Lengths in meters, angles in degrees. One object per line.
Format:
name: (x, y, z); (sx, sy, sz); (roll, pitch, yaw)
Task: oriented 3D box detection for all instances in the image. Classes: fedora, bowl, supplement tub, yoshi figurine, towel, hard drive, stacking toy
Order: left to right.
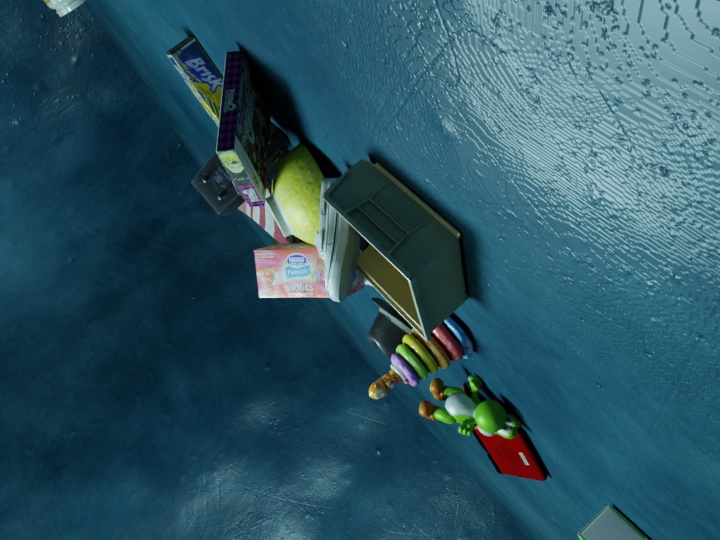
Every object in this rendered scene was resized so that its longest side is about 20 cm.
supplement tub: (-1.072, -1.014, 2.196); (0.145, 0.145, 0.200); (37, 164, 54)
hard drive: (-0.239, -0.213, 1.261); (0.135, 0.200, 0.042); (44, -176, 32)
towel: (-0.203, -0.133, 1.329); (0.200, 0.023, 0.144); (39, 148, 25)
bowl: (-0.111, -0.121, 1.157); (0.200, 0.107, 0.200); (61, 174, 11)
fedora: (0.079, 0.145, 1.343); (0.200, 0.092, 0.201); (39, 178, 2)
stacking toy: (0.094, 0.161, 1.121); (0.110, 0.200, 0.116); (43, 168, 37)
yoshi figurine: (0.218, 0.277, 1.255); (0.200, 0.112, 0.113); (12, 107, 34)

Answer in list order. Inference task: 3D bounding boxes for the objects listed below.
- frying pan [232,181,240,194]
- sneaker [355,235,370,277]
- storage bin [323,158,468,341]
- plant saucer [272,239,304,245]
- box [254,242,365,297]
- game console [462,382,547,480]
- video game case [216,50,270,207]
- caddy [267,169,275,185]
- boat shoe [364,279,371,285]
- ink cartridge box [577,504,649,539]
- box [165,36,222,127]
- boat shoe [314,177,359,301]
frying pan: (-0.226, -0.210, 1.193); (0.190, 0.031, 0.115); (-92, -5, -71)
sneaker: (-0.005, -0.025, 1.144); (0.070, 0.108, 0.200); (50, 171, 6)
storage bin: (0.053, -0.030, 0.900); (0.199, 0.094, 0.200); (45, 170, 29)
plant saucer: (-0.099, -0.054, 1.432); (0.200, 0.036, 0.200); (13, -169, -3)
box: (-0.101, -0.004, 1.248); (0.095, 0.199, 0.103); (-23, -70, -63)
game console: (0.318, 0.355, 1.388); (0.172, 0.119, 0.200); (-2, 136, 38)
video game case: (-0.198, -0.240, 1.087); (0.181, 0.036, 0.201); (73, -164, -65)
caddy: (-0.167, -0.164, 1.371); (0.200, 0.105, 0.141); (53, 169, -16)
boat shoe: (0.000, 0.000, 1.301); (0.200, 0.067, 0.074); (46, 170, 22)
ink cartridge box: (0.472, 0.521, 1.103); (0.146, 0.084, 0.200); (42, 168, 41)
box: (-0.329, -0.398, 1.352); (0.200, 0.064, 0.070); (55, 170, -30)
boat shoe: (-0.041, -0.052, 1.018); (0.067, 0.201, 0.074); (10, -175, 21)
